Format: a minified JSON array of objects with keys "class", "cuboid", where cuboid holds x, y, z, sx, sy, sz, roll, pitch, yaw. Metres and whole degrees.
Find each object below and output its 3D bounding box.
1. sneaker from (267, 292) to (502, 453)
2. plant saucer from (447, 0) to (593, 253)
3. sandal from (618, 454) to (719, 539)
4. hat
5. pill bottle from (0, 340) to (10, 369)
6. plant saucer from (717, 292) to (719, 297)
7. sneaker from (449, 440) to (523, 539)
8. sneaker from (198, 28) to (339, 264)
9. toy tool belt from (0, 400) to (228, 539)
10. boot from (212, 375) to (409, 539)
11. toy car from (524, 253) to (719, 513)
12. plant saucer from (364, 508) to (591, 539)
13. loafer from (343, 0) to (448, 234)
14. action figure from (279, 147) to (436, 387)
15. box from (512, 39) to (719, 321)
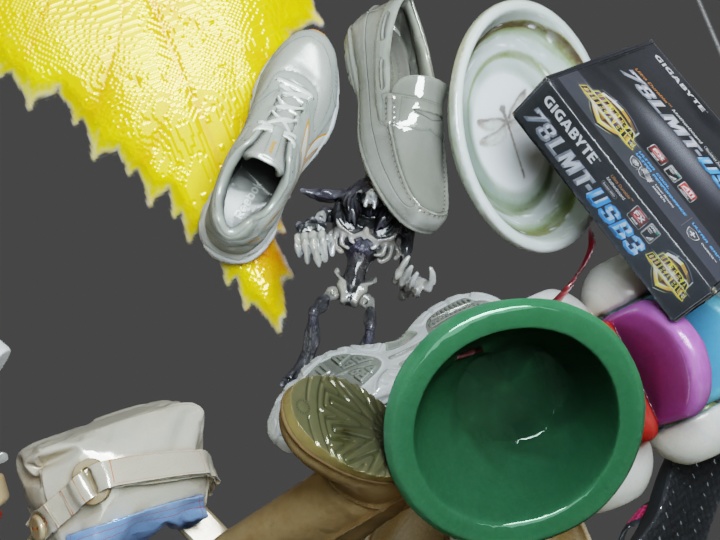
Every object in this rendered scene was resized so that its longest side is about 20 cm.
[{"class":"sneaker","cuboid":[0.030,0.099,0.876,0.198,0.078,0.100,-22,119,-7]},{"class":"plant saucer","cuboid":[0.127,-0.114,0.963,0.198,0.050,0.203,6,82,-43]},{"class":"sandal","cuboid":[0.248,0.224,0.980,0.075,0.045,0.201,36,65,-10]},{"class":"hat","cuboid":[0.101,0.079,0.844,0.197,0.176,0.168,-7,104,-6]},{"class":"pill bottle","cuboid":[-0.358,0.026,0.862,0.199,0.109,0.109,40,79,-4]},{"class":"plant saucer","cuboid":[0.384,0.015,1.022,0.198,0.039,0.204,1,84,-9]},{"class":"sneaker","cuboid":[0.087,0.213,0.871,0.073,0.080,0.203,14,99,31]},{"class":"sneaker","cuboid":[-0.064,-0.102,0.933,0.075,0.092,0.202,22,80,-6]},{"class":"toy tool belt","cuboid":[-0.195,0.178,0.862,0.198,0.124,0.125,-17,93,-30]},{"class":"boot","cuboid":[-0.044,0.165,0.834,0.174,0.199,0.067,28,37,-36]},{"class":"toy car","cuboid":[0.211,0.078,0.921,0.198,0.150,0.177,-23,81,-14]},{"class":"plant saucer","cuboid":[0.091,0.249,0.949,0.197,0.035,0.203,1,83,-10]},{"class":"loafer","cuboid":[0.035,-0.126,0.930,0.069,0.070,0.202,8,58,-42]},{"class":"action figure","cuboid":[0.000,0.000,0.929,0.117,0.102,0.203,12,85,-7]},{"class":"box","cuboid":[0.237,-0.080,0.931,0.198,0.050,0.201,-25,75,-47]}]
